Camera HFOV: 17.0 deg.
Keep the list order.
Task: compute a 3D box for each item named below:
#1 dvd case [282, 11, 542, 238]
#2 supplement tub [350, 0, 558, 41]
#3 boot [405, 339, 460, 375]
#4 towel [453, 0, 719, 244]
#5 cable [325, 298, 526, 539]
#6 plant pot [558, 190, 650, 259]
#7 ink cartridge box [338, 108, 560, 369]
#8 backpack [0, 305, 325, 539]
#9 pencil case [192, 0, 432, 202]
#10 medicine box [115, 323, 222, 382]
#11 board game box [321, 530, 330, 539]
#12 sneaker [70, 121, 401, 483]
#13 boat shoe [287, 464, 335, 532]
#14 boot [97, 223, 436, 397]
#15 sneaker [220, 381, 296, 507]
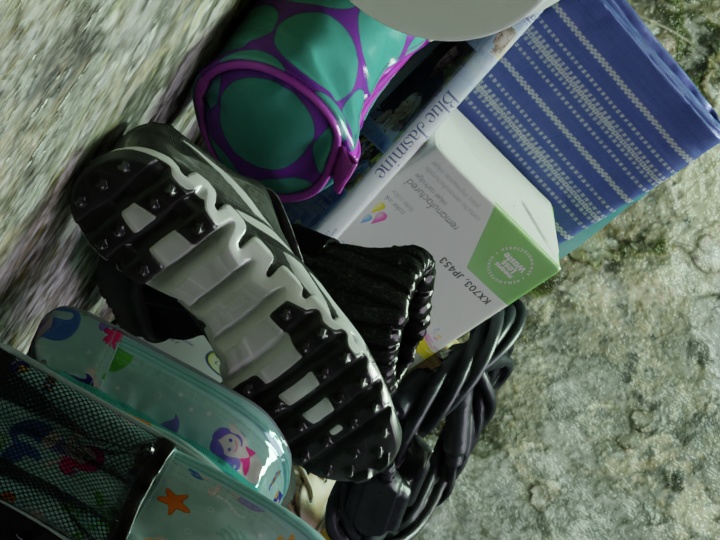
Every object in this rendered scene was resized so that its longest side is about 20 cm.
[{"bbox_3d":[0.005,-0.096,1.343,0.200,0.018,0.143,-48,-151,-1],"label":"dvd case"},{"bbox_3d":[0.062,-0.195,1.095,0.140,0.140,0.200,-59,177,31],"label":"supplement tub"},{"bbox_3d":[-0.012,0.015,1.589,0.155,0.200,0.073,-56,159,-61],"label":"boot"},{"bbox_3d":[0.091,-0.075,1.374,0.200,0.145,0.024,-32,-149,23],"label":"towel"},{"bbox_3d":[0.040,0.095,1.459,0.163,0.051,0.200,-52,166,-27],"label":"cable"},{"bbox_3d":[0.064,-0.072,1.493,0.188,0.200,0.200,-45,-178,19],"label":"plant pot"},{"bbox_3d":[0.000,0.000,1.373,0.200,0.117,0.067,-35,-149,23],"label":"ink cartridge box"},{"bbox_3d":[-0.107,0.126,1.055,0.151,0.200,0.178,-56,176,-34],"label":"backpack"},{"bbox_3d":[-0.008,-0.116,1.230,0.200,0.092,0.085,-54,174,-48],"label":"pencil case"},{"bbox_3d":[-0.137,0.120,1.463,0.182,0.103,0.200,-59,177,23],"label":"medicine box"},{"bbox_3d":[-0.069,0.117,1.637,0.040,0.200,0.153,-59,178,5],"label":"board game box"},{"bbox_3d":[-0.047,0.007,1.085,0.066,0.200,0.091,-35,-161,21],"label":"sneaker"},{"bbox_3d":[-0.045,0.138,1.481,0.200,0.071,0.065,-57,178,-8],"label":"boat shoe"},{"bbox_3d":[-0.042,0.013,1.221,0.211,0.158,0.080,39,65,-86],"label":"boot"},{"bbox_3d":[-0.089,0.114,1.281,0.200,0.060,0.104,-40,151,-27],"label":"sneaker"}]
